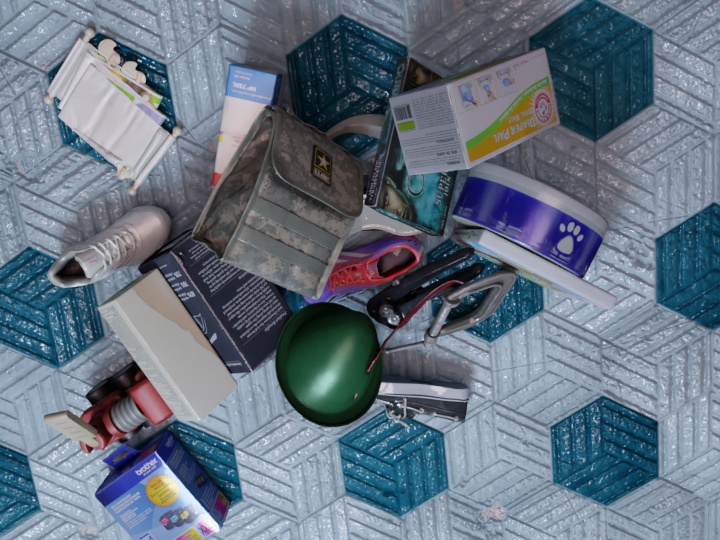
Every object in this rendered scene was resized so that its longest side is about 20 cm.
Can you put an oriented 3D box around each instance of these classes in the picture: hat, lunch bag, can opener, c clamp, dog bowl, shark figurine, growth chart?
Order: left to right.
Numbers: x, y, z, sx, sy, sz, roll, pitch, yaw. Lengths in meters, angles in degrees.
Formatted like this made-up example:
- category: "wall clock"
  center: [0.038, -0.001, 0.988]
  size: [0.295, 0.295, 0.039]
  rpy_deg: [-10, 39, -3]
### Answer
- category: "growth chart"
  center: [-0.352, -0.229, 1.043]
  size: [0.144, 0.018, 0.200]
  rpy_deg: [-42, 100, 10]
- category: "lunch bag"
  center: [-0.091, -0.089, 0.929]
  size: [0.163, 0.117, 0.203]
  rpy_deg: [26, 91, -41]
- category: "hat"
  center: [-0.001, 0.089, 0.947]
  size: [0.164, 0.176, 0.203]
  rpy_deg: [29, 59, -15]
- category: "shark figurine"
  center: [0.026, -0.185, 1.015]
  size: [0.210, 0.090, 0.131]
  rpy_deg: [10, 104, -4]
- category: "can opener"
  center: [0.087, 0.021, 1.036]
  size: [0.063, 0.079, 0.199]
  rpy_deg: [42, 129, -17]
- category: "c clamp"
  center: [0.136, 0.063, 1.044]
  size: [0.168, 0.201, 0.027]
  rpy_deg: [-12, 63, -21]
- category: "dog bowl"
  center: [0.224, -0.066, 0.977]
  size: [0.197, 0.200, 0.080]
  rpy_deg: [25, 93, -6]

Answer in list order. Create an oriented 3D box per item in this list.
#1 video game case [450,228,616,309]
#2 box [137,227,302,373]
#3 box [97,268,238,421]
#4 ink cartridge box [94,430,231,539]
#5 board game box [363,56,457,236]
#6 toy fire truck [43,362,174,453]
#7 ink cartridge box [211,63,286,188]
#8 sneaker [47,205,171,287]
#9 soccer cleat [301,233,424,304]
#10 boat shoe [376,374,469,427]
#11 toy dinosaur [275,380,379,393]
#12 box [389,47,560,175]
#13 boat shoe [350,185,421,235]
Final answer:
- category: "video game case"
  center: [0.230, -0.006, 1.008]
  size: [0.197, 0.182, 0.022]
  rpy_deg: [26, 91, -6]
- category: "box"
  center: [-0.200, 0.039, 1.032]
  size: [0.104, 0.147, 0.202]
  rpy_deg: [-41, 106, -32]
- category: "box"
  center: [-0.267, 0.107, 1.014]
  size: [0.078, 0.094, 0.202]
  rpy_deg: [-40, 106, -32]
- category: "ink cartridge box"
  center: [-0.325, 0.356, 1.170]
  size: [0.135, 0.076, 0.201]
  rpy_deg: [-35, 100, 10]
- category: "board game box"
  center: [0.081, -0.162, 0.978]
  size: [0.134, 0.028, 0.204]
  rpy_deg: [18, 82, -39]
- category: "toy fire truck"
  center: [-0.349, 0.198, 1.062]
  size: [0.174, 0.200, 0.130]
  rpy_deg: [-31, 103, 9]
- category: "ink cartridge box"
  center: [-0.155, -0.175, 1.003]
  size: [0.066, 0.116, 0.204]
  rpy_deg: [11, 105, -3]
- category: "sneaker"
  center: [-0.363, -0.024, 1.055]
  size: [0.198, 0.100, 0.079]
  rpy_deg: [-30, 103, 8]
- category: "soccer cleat"
  center: [0.000, 0.000, 1.069]
  size: [0.197, 0.073, 0.069]
  rpy_deg: [-22, 104, 6]
- category: "boat shoe"
  center: [0.069, 0.202, 1.123]
  size: [0.195, 0.074, 0.070]
  rpy_deg: [7, 91, -10]
- category: "toy dinosaur"
  center: [-0.048, 0.139, 1.105]
  size: [0.198, 0.106, 0.061]
  rpy_deg: [3, 131, 45]
- category: "box"
  center: [0.151, -0.206, 0.942]
  size: [0.198, 0.111, 0.103]
  rpy_deg: [-28, 109, -35]
- category: "boat shoe"
  center: [0.024, -0.087, 1.052]
  size: [0.196, 0.061, 0.075]
  rpy_deg: [-9, 111, 0]
